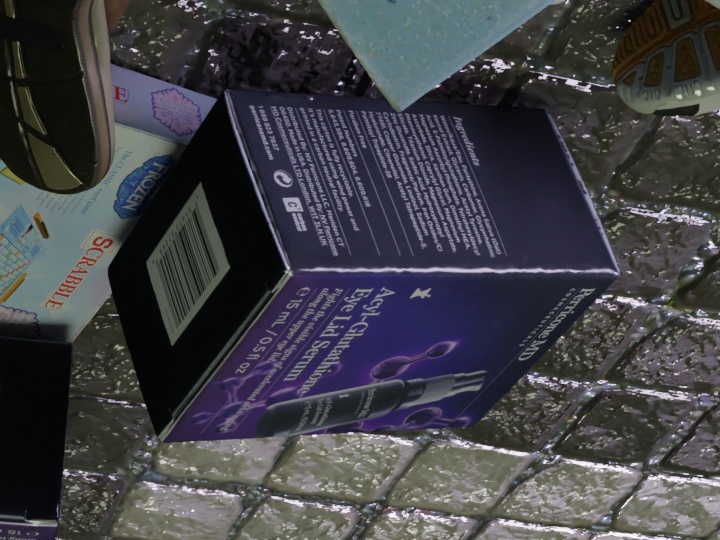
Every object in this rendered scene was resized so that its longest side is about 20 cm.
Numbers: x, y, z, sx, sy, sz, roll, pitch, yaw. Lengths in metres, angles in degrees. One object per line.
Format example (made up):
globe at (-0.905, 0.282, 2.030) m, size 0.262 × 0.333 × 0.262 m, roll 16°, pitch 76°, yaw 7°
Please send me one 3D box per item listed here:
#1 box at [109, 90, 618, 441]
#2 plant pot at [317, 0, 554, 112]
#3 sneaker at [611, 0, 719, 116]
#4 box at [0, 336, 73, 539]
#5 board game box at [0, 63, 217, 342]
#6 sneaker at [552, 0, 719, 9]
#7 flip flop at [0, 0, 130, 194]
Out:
box at (0.000, 0.000, 1.007) m, size 0.198 × 0.105 × 0.148 m, roll 0°, pitch 145°, yaw -33°
plant pot at (0.035, -0.219, 0.707) m, size 0.199 × 0.197 × 0.197 m, roll -28°, pitch 140°, yaw 10°
sneaker at (0.220, -0.109, 0.968) m, size 0.199 × 0.076 × 0.088 m, roll -21°, pitch 141°, yaw 19°
box at (-0.240, 0.115, 1.130) m, size 0.146 × 0.105 × 0.200 m, roll 6°, pitch 155°, yaw -9°
board game box at (-0.201, -0.040, 1.020) m, size 0.198 × 0.041 × 0.200 m, roll 17°, pitch 137°, yaw -29°
sneaker at (0.111, -0.144, 0.903) m, size 0.199 × 0.076 × 0.115 m, roll -36°, pitch 132°, yaw 29°
flip flop at (-0.128, -0.126, 0.896) m, size 0.080 × 0.058 × 0.201 m, roll 18°, pitch 129°, yaw 20°
